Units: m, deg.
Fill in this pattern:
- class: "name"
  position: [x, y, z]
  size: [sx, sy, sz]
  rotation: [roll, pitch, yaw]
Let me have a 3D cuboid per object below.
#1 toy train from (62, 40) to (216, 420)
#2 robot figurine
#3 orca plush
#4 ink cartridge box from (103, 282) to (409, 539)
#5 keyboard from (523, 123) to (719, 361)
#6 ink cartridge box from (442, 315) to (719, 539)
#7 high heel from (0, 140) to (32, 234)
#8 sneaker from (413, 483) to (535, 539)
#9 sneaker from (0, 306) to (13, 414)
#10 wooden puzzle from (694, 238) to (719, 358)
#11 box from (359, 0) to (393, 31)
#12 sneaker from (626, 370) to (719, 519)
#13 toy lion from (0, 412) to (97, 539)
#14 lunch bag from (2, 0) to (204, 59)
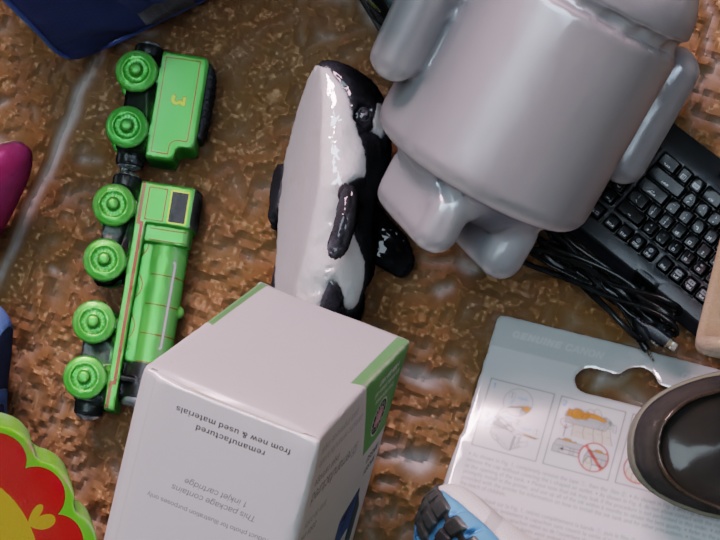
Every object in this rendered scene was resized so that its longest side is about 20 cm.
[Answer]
- class: "toy train"
  position: [-0.112, -0.020, 1.042]
  size: [0.056, 0.042, 0.201]
  rotation: [8, 83, 0]
- class: "robot figurine"
  position: [0.084, -0.099, 0.944]
  size: [0.201, 0.169, 0.113]
  rotation: [-61, 35, 13]
- class: "orca plush"
  position: [0.000, 0.000, 1.005]
  size: [0.071, 0.105, 0.201]
  rotation: [6, 78, -21]
- class: "ink cartridge box"
  position: [-0.057, 0.126, 0.923]
  size: [0.087, 0.145, 0.201]
  rotation: [21, 110, 11]
- class: "keyboard"
  position: [0.154, -0.012, 0.992]
  size: [0.200, 0.040, 0.104]
  rotation: [39, 88, 16]
- class: "ink cartridge box"
  position: [0.116, 0.137, 0.988]
  size: [0.159, 0.047, 0.201]
  rotation: [14, 68, 11]
- class: "high heel"
  position: [-0.222, 0.028, 1.032]
  size: [0.200, 0.067, 0.096]
  rotation: [-44, 68, 6]
- class: "sneaker"
  position: [0.106, 0.169, 0.922]
  size: [0.086, 0.075, 0.200]
  rotation: [-27, 62, -33]
- class: "sneaker"
  position: [-0.197, 0.114, 1.020]
  size: [0.082, 0.074, 0.201]
  rotation: [11, 91, 9]
- class: "wooden puzzle"
  position: [0.260, -0.003, 0.929]
  size: [0.184, 0.037, 0.200]
  rotation: [13, 44, 11]
- class: "box"
  position: [0.048, -0.182, 0.955]
  size: [0.040, 0.200, 0.137]
  rotation: [42, 90, 14]
- class: "sneaker"
  position: [0.227, 0.082, 0.914]
  size: [0.199, 0.106, 0.075]
  rotation: [4, 85, -4]
- class: "toy lion"
  position: [-0.214, 0.168, 0.956]
  size: [0.191, 0.069, 0.201]
  rotation: [-17, 104, -10]
- class: "lunch bag"
  position: [-0.130, -0.194, 0.986]
  size: [0.135, 0.200, 0.133]
  rotation: [-29, 76, 3]
